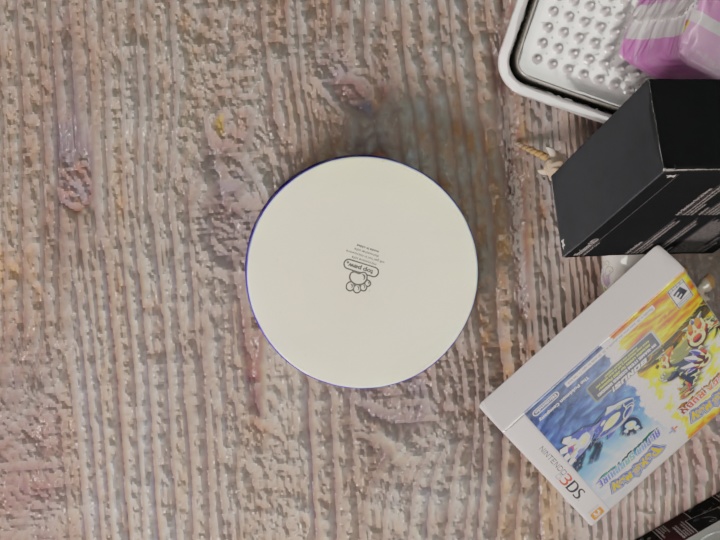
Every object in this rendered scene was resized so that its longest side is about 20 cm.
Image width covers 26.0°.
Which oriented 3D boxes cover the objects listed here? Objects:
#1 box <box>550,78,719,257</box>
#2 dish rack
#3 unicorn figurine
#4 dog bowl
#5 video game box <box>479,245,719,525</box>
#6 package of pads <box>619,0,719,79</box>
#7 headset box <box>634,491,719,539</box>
[{"bbox_3d":[0.251,-0.076,1.218,0.141,0.200,0.079,-4,74,-17],"label":"box"},{"bbox_3d":[0.220,-0.228,1.355,0.172,0.044,0.200,18,92,-4],"label":"dish rack"},{"bbox_3d":[0.230,-0.037,1.344,0.137,0.074,0.200,-4,72,-23],"label":"unicorn figurine"},{"bbox_3d":[0.000,0.000,1.339,0.200,0.079,0.200,0,93,-2],"label":"dog bowl"},{"bbox_3d":[0.222,0.102,1.319,0.200,0.047,0.182,-42,135,2],"label":"video game box"},{"bbox_3d":[0.326,-0.164,1.288,0.200,0.121,0.076,26,91,-16],"label":"package of pads"},{"bbox_3d":[0.295,0.299,1.366,0.200,0.077,0.149,-30,93,0],"label":"headset box"}]
